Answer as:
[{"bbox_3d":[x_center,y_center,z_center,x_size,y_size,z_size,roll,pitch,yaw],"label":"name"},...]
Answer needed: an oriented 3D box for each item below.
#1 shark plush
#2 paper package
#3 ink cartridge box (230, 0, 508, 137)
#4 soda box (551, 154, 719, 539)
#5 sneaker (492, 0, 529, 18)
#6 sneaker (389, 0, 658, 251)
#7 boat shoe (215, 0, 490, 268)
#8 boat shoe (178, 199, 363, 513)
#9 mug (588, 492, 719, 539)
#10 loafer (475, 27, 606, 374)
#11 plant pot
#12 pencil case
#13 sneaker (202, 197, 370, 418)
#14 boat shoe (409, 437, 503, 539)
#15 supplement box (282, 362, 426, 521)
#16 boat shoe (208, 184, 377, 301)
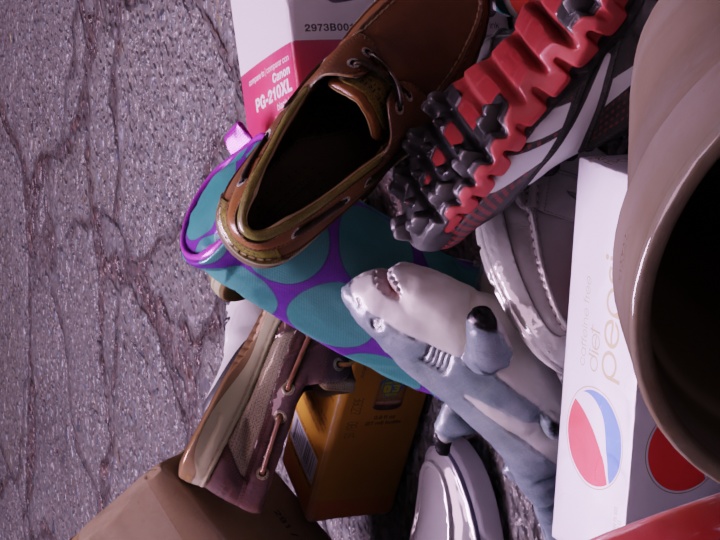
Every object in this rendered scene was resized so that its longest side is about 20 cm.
[{"bbox_3d":[0.071,0.073,0.954,0.200,0.083,0.091,56,-159,-29],"label":"shark plush"},{"bbox_3d":[-0.080,0.215,1.128,0.200,0.103,0.191,50,-169,5],"label":"paper package"},{"bbox_3d":[0.002,-0.178,1.019,0.084,0.144,0.202,-20,76,63],"label":"ink cartridge box"},{"bbox_3d":[0.142,0.047,0.847,0.068,0.063,0.202,-150,58,-61],"label":"soda box"},{"bbox_3d":[0.085,-0.229,0.916,0.093,0.070,0.201,-6,91,60],"label":"sneaker"},{"bbox_3d":[0.095,-0.081,0.855,0.201,0.098,0.071,-53,35,21],"label":"sneaker"},{"bbox_3d":[0.004,-0.082,0.894,0.200,0.072,0.068,-53,2,-9],"label":"boat shoe"},{"bbox_3d":[-0.034,0.053,1.055,0.201,0.072,0.072,-60,-1,-9],"label":"boat shoe"},{"bbox_3d":[0.180,0.193,0.716,0.178,0.133,0.201,133,125,-60],"label":"mug"},{"bbox_3d":[0.098,-0.043,0.916,0.070,0.070,0.201,-27,63,30],"label":"loafer"},{"bbox_3d":[0.176,-0.040,0.640,0.174,0.198,0.201,-103,21,-57],"label":"plant pot"},{"bbox_3d":[0.000,0.000,0.987,0.085,0.199,0.093,-32,36,49],"label":"pencil case"},{"bbox_3d":[-0.065,0.022,1.163,0.074,0.080,0.201,100,-166,-58],"label":"sneaker"},{"bbox_3d":[0.046,0.206,1.080,0.072,0.065,0.202,-163,70,-64],"label":"boat shoe"},{"bbox_3d":[0.003,0.074,1.156,0.069,0.066,0.201,-116,33,-44],"label":"supplement box"},{"bbox_3d":[-0.044,-0.049,1.088,0.063,0.201,0.073,40,135,6],"label":"boat shoe"}]
